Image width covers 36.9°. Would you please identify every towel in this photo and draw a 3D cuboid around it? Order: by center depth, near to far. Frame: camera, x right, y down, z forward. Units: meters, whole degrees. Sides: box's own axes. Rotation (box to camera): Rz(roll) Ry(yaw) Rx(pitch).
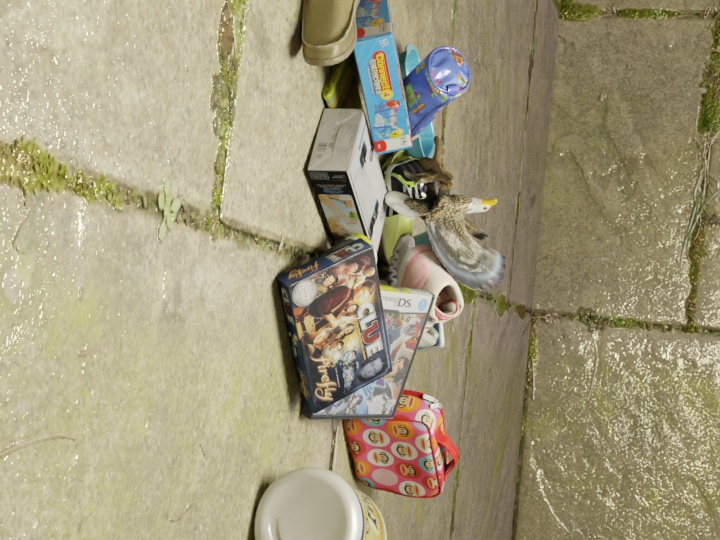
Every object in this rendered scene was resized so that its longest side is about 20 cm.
[{"bbox_3d":[-0.019,-0.218,1.577,0.201,0.018,0.087,72,33,-53],"label":"towel"}]

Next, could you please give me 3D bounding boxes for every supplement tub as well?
[{"bbox_3d":[-0.045,0.349,1.429,0.200,0.142,0.146,55,43,-64],"label":"supplement tub"}]

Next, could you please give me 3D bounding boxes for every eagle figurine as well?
[{"bbox_3d":[0.141,-0.076,1.642,0.152,0.149,0.202,-49,137,-34],"label":"eagle figurine"}]

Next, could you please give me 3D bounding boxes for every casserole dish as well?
[{"bbox_3d":[0.085,-0.277,1.803,0.121,0.038,0.203,-60,141,-63],"label":"casserole dish"}]

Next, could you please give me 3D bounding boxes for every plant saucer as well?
[{"bbox_3d":[0.052,-0.100,1.806,0.200,0.031,0.203,5,90,-72],"label":"plant saucer"}]

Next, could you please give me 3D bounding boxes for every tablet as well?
[{"bbox_3d":[0.108,0.037,1.871,0.130,0.013,0.203,160,-72,-66],"label":"tablet"}]

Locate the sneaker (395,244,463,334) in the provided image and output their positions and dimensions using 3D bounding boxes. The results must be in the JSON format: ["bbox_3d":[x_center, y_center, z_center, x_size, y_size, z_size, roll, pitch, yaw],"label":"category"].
[{"bbox_3d":[0.100,0.067,1.672,0.075,0.105,0.202,-19,138,-30],"label":"sneaker"}]

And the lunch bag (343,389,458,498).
[{"bbox_3d":[0.072,0.279,1.731,0.082,0.174,0.202,-65,154,-44],"label":"lunch bag"}]

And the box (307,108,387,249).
[{"bbox_3d":[-0.014,-0.120,1.535,0.201,0.059,0.118,72,25,-52],"label":"box"}]

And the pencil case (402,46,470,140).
[{"bbox_3d":[0.091,-0.260,1.648,0.200,0.077,0.088,-37,-115,58],"label":"pencil case"}]

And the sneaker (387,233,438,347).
[{"bbox_3d":[0.090,0.035,1.776,0.075,0.080,0.203,-48,138,-59],"label":"sneaker"}]

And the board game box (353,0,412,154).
[{"bbox_3d":[0.025,-0.306,1.520,0.197,0.055,0.202,76,6,-48],"label":"board game box"}]

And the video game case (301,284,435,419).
[{"bbox_3d":[0.014,0.118,1.546,0.179,0.025,0.203,7,105,-47],"label":"video game case"}]

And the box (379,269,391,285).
[{"bbox_3d":[0.050,0.102,1.845,0.144,0.036,0.203,-32,125,-68],"label":"box"}]

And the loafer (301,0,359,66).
[{"bbox_3d":[-0.040,-0.344,1.389,0.068,0.075,0.202,69,22,-49],"label":"loafer"}]

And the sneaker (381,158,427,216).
[{"bbox_3d":[0.087,-0.140,1.723,0.200,0.082,0.073,-50,141,-60],"label":"sneaker"}]

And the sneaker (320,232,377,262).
[{"bbox_3d":[-0.035,0.045,1.535,0.084,0.074,0.203,-15,119,-42],"label":"sneaker"}]

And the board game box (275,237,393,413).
[{"bbox_3d":[-0.031,0.074,1.439,0.134,0.034,0.202,-26,123,-25],"label":"board game box"}]
